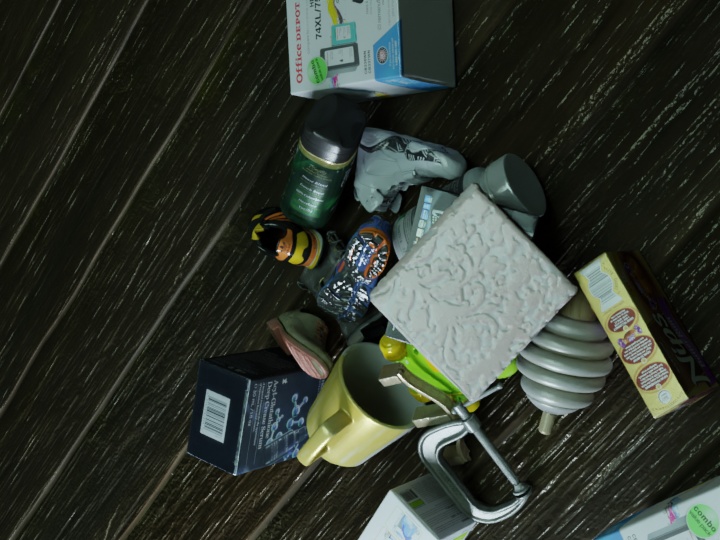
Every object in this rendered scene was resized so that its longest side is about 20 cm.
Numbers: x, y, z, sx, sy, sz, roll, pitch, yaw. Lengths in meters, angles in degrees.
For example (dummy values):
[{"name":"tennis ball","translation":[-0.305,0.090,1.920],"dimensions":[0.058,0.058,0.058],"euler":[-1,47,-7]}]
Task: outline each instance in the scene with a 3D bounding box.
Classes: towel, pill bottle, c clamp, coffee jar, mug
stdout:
[{"name":"towel","translation":[0.140,0.027,1.374],"dimensions":[0.191,0.032,0.200],"euler":[45,101,7]},{"name":"pill bottle","translation":[0.148,-0.070,1.508],"dimensions":[0.199,0.112,0.114],"euler":[-33,73,34]},{"name":"c clamp","translation":[0.168,0.264,1.516],"dimensions":[0.169,0.027,0.201],"euler":[-24,108,29]},{"name":"coffee jar","translation":[-0.055,-0.159,1.614],"dimensions":[0.084,0.105,0.201],"euler":[24,143,1]},{"name":"mug","translation":[-0.019,0.208,1.616],"dimensions":[0.153,0.184,0.151],"euler":[-50,46,37]}]

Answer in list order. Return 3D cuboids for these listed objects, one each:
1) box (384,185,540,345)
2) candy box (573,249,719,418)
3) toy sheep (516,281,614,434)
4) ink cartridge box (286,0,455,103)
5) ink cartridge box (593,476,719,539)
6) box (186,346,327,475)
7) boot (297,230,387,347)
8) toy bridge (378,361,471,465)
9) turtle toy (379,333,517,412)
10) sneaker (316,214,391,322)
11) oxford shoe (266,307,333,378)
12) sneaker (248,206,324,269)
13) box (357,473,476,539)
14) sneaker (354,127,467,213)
[{"name":"box","translation":[0.131,0.008,1.417],"dimensions":[0.155,0.050,0.203],"euler":[16,96,12]},{"name":"candy box","translation":[0.353,0.075,1.361],"dimensions":[0.056,0.116,0.202],"euler":[-38,70,31]},{"name":"toy sheep","translation":[0.261,0.113,1.415],"dimensions":[0.136,0.137,0.204],"euler":[14,103,35]},{"name":"ink cartridge box","translation":[0.014,-0.328,1.574],"dimensions":[0.198,0.145,0.149],"euler":[-3,90,37]},{"name":"ink cartridge box","translation":[0.411,0.337,1.303],"dimensions":[0.199,0.145,0.148],"euler":[-35,73,32]},{"name":"box","translation":[-0.155,0.211,1.694],"dimensions":[0.106,0.199,0.151],"euler":[16,102,33]},{"name":"boot","translation":[-0.005,0.010,1.656],"dimensions":[0.200,0.069,0.175],"euler":[-47,65,28]},{"name":"toy bridge","translation":[0.105,0.202,1.536],"dimensions":[0.067,0.027,0.201],"euler":[-15,125,35]},{"name":"turtle toy","translation":[0.129,0.119,1.531],"dimensions":[0.198,0.146,0.102],"euler":[9,58,36]},{"name":"sneaker","translation":[0.000,0.000,1.575],"dimensions":[0.075,0.079,0.201],"euler":[31,133,-3]},{"name":"oxford shoe","translation":[-0.080,0.100,1.670],"dimensions":[0.200,0.073,0.071],"euler":[36,158,58]},{"name":"sneaker","translation":[-0.138,-0.061,1.710],"dimensions":[0.199,0.089,0.071],"euler":[29,101,52]},{"name":"box","translation":[0.060,0.411,1.599],"dimensions":[0.101,0.112,0.202],"euler":[42,116,25]},{"name":"sneaker","translation":[0.066,-0.133,1.593],"dimensions":[0.198,0.075,0.117],"euler":[22,106,39]}]
